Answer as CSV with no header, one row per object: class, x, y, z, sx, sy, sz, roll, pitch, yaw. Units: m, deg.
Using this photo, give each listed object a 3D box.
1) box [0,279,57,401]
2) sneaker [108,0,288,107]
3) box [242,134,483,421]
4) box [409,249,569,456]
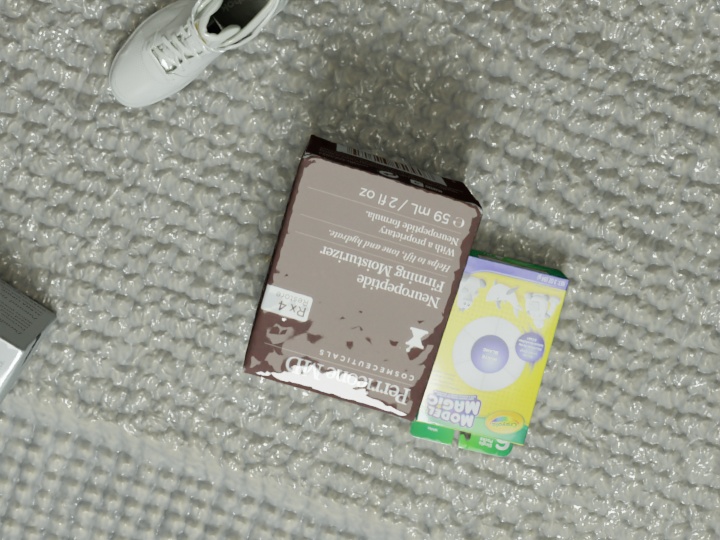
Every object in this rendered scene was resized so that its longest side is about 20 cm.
box,-0.431,0.083,1.034,0.199,0.131,0.200,34,99,-8
sneaker,-0.153,-0.213,0.988,0.199,0.116,0.074,-35,103,7
box,0.000,0.000,1.010,0.164,0.164,0.202,16,101,-5
box,0.124,0.087,1.093,0.116,0.048,0.202,12,103,-4
